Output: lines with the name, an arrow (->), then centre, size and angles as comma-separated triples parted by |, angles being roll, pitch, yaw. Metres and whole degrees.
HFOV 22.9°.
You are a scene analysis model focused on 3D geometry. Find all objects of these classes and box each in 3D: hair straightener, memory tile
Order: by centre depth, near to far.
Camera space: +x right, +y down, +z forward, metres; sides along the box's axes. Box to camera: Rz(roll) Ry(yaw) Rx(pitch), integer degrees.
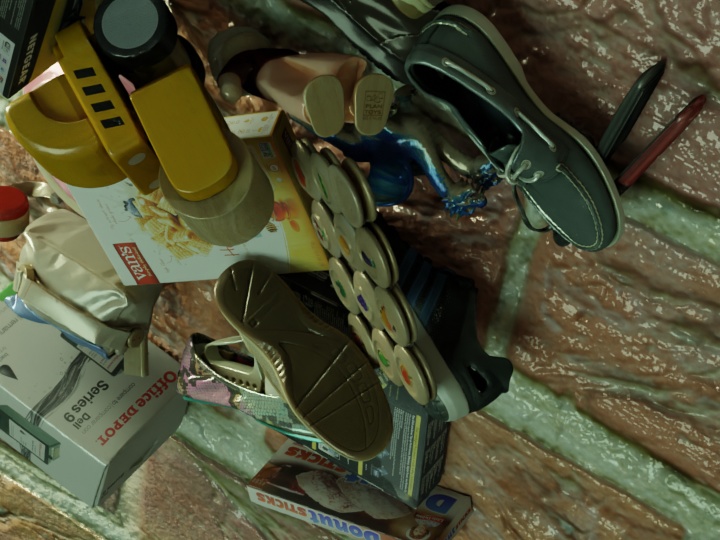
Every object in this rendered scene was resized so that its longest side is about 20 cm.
hair straightener -> 0.160, -0.083, 1.232 | 0.077, 0.041, 0.200 | 43, 146, 6
memory tile -> 0.000, 0.000, 1.338 | 0.153, 0.017, 0.200 | 33, 144, 65

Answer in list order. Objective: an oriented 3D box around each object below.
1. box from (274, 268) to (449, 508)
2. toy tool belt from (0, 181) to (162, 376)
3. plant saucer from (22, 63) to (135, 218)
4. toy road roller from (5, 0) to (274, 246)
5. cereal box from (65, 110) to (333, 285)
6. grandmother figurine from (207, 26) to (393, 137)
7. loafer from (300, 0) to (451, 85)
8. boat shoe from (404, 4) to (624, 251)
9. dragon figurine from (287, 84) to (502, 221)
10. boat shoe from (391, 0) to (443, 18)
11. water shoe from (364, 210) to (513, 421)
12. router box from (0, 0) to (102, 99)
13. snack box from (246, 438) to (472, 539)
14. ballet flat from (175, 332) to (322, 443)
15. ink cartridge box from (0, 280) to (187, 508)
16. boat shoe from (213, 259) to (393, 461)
box -> 0.000, 0.093, 1.514 | 0.161, 0.049, 0.200 | 27, 138, 23
toy tool belt -> -0.270, 0.015, 1.623 | 0.200, 0.125, 0.123 | 27, 130, 21
plant saucer -> -0.216, -0.108, 1.520 | 0.200, 0.051, 0.201 | 23, 136, 23
toy road roller -> -0.168, -0.095, 1.311 | 0.200, 0.146, 0.123 | 60, -179, 17
cereal box -> -0.131, -0.055, 1.445 | 0.200, 0.040, 0.144 | -6, 132, 23
grandmother figurine -> -0.052, -0.143, 1.299 | 0.200, 0.121, 0.061 | 29, 110, 54
loafer -> -0.011, -0.217, 1.238 | 0.200, 0.073, 0.071 | 38, 120, -6
boat shoe -> 0.101, -0.084, 1.200 | 0.200, 0.062, 0.073 | 53, 143, -11
dragon figurine -> 0.019, -0.085, 1.327 | 0.200, 0.059, 0.099 | -1, 123, 42
boat shoe -> 0.016, -0.267, 1.166 | 0.065, 0.073, 0.200 | -24, 98, 16
water shoe -> 0.050, 0.022, 1.395 | 0.200, 0.079, 0.072 | 64, 165, 15
router box -> -0.211, -0.240, 1.310 | 0.052, 0.157, 0.200 | 38, 142, 7
snack box -> -0.002, 0.206, 1.599 | 0.200, 0.072, 0.024 | 15, 133, 31
ballet flat -> -0.081, 0.093, 1.507 | 0.200, 0.069, 0.071 | 14, 112, 39
ink cartridge box -> -0.278, 0.106, 1.691 | 0.200, 0.146, 0.084 | 35, 139, 9
boat shoe -> -0.042, 0.076, 1.428 | 0.200, 0.072, 0.065 | 46, 171, 22
